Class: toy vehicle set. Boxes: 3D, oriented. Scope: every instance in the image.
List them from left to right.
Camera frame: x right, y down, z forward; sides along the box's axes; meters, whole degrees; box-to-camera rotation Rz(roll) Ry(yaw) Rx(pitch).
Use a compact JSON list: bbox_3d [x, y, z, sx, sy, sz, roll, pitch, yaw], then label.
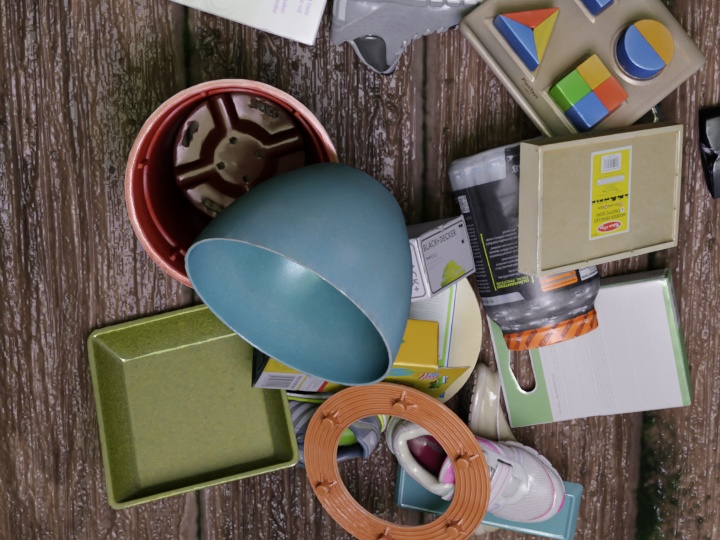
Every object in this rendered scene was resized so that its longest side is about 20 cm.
[{"bbox_3d":[0.233,-0.071,1.313,0.199,0.026,0.125,-11,108,-36],"label":"toy vehicle set"}]

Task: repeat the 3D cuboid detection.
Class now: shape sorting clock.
[{"bbox_3d":[0.031,0.060,1.456,0.198,0.039,0.202,2,99,10],"label":"shape sorting clock"}]

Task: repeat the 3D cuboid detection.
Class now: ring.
[{"bbox_3d":[0.033,0.204,1.366,0.199,0.019,0.202,10,118,20],"label":"ring"}]

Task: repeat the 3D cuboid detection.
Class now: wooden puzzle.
[{"bbox_3d":[0.224,-0.228,1.338,0.200,0.046,0.186,-38,88,-16],"label":"wooden puzzle"}]

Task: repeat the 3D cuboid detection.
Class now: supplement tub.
[{"bbox_3d":[0.170,-0.028,1.387,0.121,0.123,0.202,-15,93,0],"label":"supplement tub"}]

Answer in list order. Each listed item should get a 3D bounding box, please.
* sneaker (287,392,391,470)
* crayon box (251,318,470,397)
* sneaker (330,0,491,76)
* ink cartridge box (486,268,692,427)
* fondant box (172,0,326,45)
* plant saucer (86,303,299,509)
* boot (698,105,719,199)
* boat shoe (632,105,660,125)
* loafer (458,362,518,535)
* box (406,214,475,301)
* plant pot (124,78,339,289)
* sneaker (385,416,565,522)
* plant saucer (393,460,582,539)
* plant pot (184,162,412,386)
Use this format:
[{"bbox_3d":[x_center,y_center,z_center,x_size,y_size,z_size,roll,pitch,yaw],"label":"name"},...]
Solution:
[{"bbox_3d":[-0.069,0.173,1.448,0.198,0.081,0.074,-10,115,14],"label":"sneaker"},{"bbox_3d":[-0.002,0.086,1.360,0.198,0.127,0.051,5,70,-12],"label":"crayon box"},{"bbox_3d":[0.059,-0.253,1.389,0.198,0.075,0.116,1,128,-17],"label":"sneaker"},{"bbox_3d":[0.249,0.086,1.481,0.198,0.048,0.147,-9,103,19],"label":"ink cartridge box"},{"bbox_3d":[-0.120,-0.325,1.359,0.198,0.058,0.145,16,101,-8],"label":"fondant box"},{"bbox_3d":[-0.174,0.139,1.426,0.198,0.048,0.201,-13,64,0],"label":"plant saucer"},{"bbox_3d":[0.463,-0.107,1.436,0.198,0.066,0.166,-13,95,-4],"label":"boot"},{"bbox_3d":[0.228,-0.194,1.400,0.199,0.072,0.073,32,98,-10],"label":"boat shoe"},{"bbox_3d":[0.146,0.192,1.487,0.068,0.076,0.202,-4,112,-4],"label":"loafer"},{"bbox_3d":[0.000,0.000,1.352,0.199,0.116,0.061,-11,98,28],"label":"box"},{"bbox_3d":[-0.120,-0.096,1.340,0.199,0.195,0.203,-1,103,-3],"label":"plant pot"},{"bbox_3d":[0.112,0.206,1.394,0.199,0.088,0.082,20,98,9],"label":"sneaker"},{"bbox_3d":[0.133,0.242,1.455,0.198,0.019,0.070,10,115,11],"label":"plant saucer"},{"bbox_3d":[-0.033,-0.014,1.183,0.199,0.200,0.135,35,63,-10],"label":"plant pot"}]
